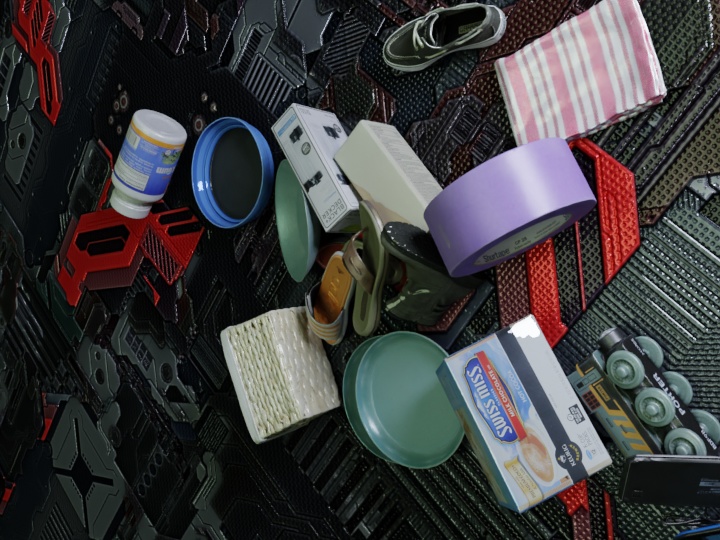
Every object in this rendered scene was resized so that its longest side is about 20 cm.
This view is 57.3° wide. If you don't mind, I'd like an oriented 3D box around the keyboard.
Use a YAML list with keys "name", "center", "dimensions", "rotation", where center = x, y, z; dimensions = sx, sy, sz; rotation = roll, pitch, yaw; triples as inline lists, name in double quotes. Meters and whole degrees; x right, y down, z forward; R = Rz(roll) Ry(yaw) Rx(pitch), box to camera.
- name: "keyboard"
  center: [0.393, 0.251, 0.744]
  dimensions: [0.195, 0.021, 0.129]
  rotation: [1, 123, 8]

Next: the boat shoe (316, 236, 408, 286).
- name: "boat shoe"
  center: [-0.002, -0.012, 1.053]
  dimensions: [0.197, 0.062, 0.073]
  rotation: [12, 103, 37]

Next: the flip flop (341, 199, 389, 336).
- name: "flip flop"
  center: [0.000, 0.000, 0.961]
  dimensions: [0.081, 0.056, 0.204]
  rotation: [-133, 46, -62]

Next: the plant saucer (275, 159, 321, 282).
- name: "plant saucer"
  center: [-0.100, -0.084, 1.101]
  dimensions: [0.200, 0.038, 0.206]
  rotation: [173, 90, -70]

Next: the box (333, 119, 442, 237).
- name: "box"
  center: [0.057, -0.122, 0.980]
  dimensions: [0.078, 0.094, 0.202]
  rotation: [-47, 66, 30]

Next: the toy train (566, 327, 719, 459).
- name: "toy train"
  center: [0.342, 0.171, 0.801]
  dimensions: [0.202, 0.084, 0.114]
  rotation: [56, 136, 16]

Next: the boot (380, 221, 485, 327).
- name: "boot"
  center: [0.075, 0.019, 0.920]
  dimensions: [0.131, 0.198, 0.068]
  rotation: [-45, 42, 25]

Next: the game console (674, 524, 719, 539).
- name: "game console"
  center: [0.468, 0.322, 0.689]
  dimensions: [0.199, 0.117, 0.173]
  rotation: [-30, 76, 35]

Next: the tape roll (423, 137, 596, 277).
- name: "tape roll"
  center: [0.183, -0.074, 0.821]
  dimensions: [0.199, 0.198, 0.086]
  rotation: [-34, 75, 34]

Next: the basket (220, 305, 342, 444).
- name: "basket"
  center: [-0.131, 0.171, 1.125]
  dimensions: [0.122, 0.135, 0.204]
  rotation: [-25, 79, 31]

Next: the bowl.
- name: "bowl"
  center: [-0.239, -0.182, 1.233]
  dimensions: [0.198, 0.039, 0.205]
  rotation: [4, 96, 37]

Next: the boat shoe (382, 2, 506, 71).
- name: "boat shoe"
  center: [0.106, -0.340, 0.941]
  dimensions: [0.197, 0.063, 0.072]
  rotation: [-6, 90, 37]

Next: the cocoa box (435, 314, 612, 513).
- name: "cocoa box"
  center: [0.198, 0.183, 0.845]
  dimensions: [0.129, 0.134, 0.203]
  rotation: [-25, 76, -5]

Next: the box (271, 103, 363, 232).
- name: "box"
  center: [-0.047, -0.158, 1.040]
  dimensions: [0.060, 0.116, 0.202]
  rotation: [-38, 72, 29]

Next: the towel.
- name: "towel"
  center: [0.272, -0.246, 0.844]
  dimensions: [0.198, 0.030, 0.149]
  rotation: [-21, 80, 37]

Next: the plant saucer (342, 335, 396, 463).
- name: "plant saucer"
  center: [0.056, 0.203, 1.050]
  dimensions: [0.197, 0.027, 0.205]
  rotation: [4, 97, 37]

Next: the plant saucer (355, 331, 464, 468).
- name: "plant saucer"
  center: [0.078, 0.192, 0.990]
  dimensions: [0.197, 0.027, 0.205]
  rotation: [3, 96, 38]

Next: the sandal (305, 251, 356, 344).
- name: "sandal"
  center: [-0.059, 0.051, 1.063]
  dimensions: [0.079, 0.059, 0.209]
  rotation: [45, 144, 25]

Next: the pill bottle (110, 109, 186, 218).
- name: "pill bottle"
  center: [-0.437, -0.210, 1.337]
  dimensions: [0.112, 0.111, 0.202]
  rotation: [44, 118, 25]
